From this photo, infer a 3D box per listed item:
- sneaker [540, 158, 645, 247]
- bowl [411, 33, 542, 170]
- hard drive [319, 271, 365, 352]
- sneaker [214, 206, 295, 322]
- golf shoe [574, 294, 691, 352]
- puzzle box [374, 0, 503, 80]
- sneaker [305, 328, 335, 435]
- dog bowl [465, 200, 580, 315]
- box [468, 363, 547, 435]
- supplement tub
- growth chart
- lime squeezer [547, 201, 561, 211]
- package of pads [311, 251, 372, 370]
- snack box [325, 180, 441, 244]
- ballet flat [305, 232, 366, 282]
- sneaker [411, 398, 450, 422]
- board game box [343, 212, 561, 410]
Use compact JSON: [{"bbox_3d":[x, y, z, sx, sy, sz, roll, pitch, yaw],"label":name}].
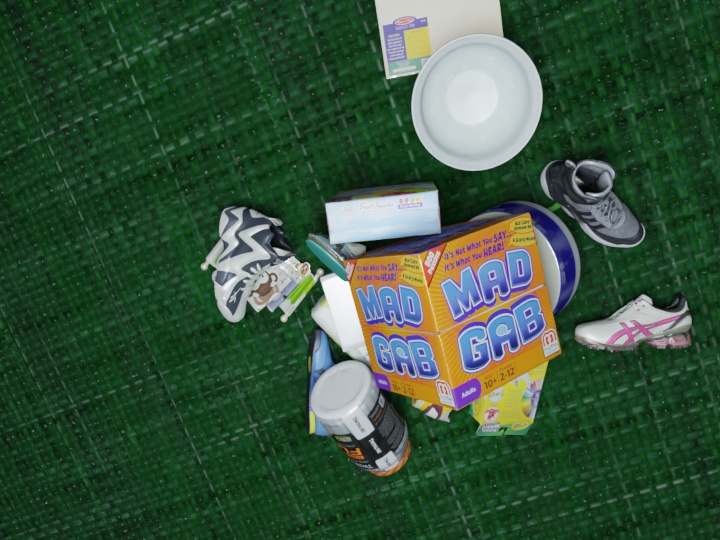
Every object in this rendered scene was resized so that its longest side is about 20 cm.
[{"bbox_3d":[0.382,-0.106,0.943,0.199,0.114,0.076,37,89,-1],"label":"sneaker"},{"bbox_3d":[0.178,-0.268,0.938,0.197,0.091,0.205,2,115,4],"label":"bowl"},{"bbox_3d":[0.045,0.043,0.994,0.196,0.026,0.134,-17,98,6],"label":"hard drive"},{"bbox_3d":[-0.176,-0.005,1.028,0.127,0.079,0.204,7,94,15],"label":"sneaker"},{"bbox_3d":[0.457,0.087,1.008,0.195,0.073,0.094,-4,96,-3],"label":"golf shoe"},{"bbox_3d":[0.126,-0.394,0.959,0.196,0.025,0.136,-8,102,8],"label":"puzzle box"},{"bbox_3d":[-0.060,0.204,1.094,0.077,0.066,0.205,-1,102,-10],"label":"sneaker"},{"bbox_3d":[0.242,-0.004,0.954,0.198,0.078,0.204,17,116,37],"label":"dog bowl"},{"bbox_3d":[0.262,0.191,1.041,0.115,0.048,0.204,5,102,-21],"label":"box"},{"bbox_3d":[0.007,0.262,1.037,0.121,0.123,0.201,-25,125,10],"label":"supplement tub"},{"bbox_3d":[-0.182,0.002,1.082,0.198,0.018,0.146,34,104,-1],"label":"growth chart"},{"bbox_3d":[0.262,-0.043,1.022,0.070,0.038,0.202,20,105,-32],"label":"lime squeezer"},{"bbox_3d":[0.028,0.089,1.052,0.200,0.068,0.154,45,101,-4],"label":"package of pads"},{"bbox_3d":[0.040,-0.096,0.942,0.165,0.200,0.069,-6,101,5],"label":"snack box"},{"bbox_3d":[0.000,0.000,0.952,0.074,0.074,0.200,-42,97,13],"label":"ballet flat"},{"bbox_3d":[0.173,0.177,1.060,0.089,0.075,0.202,29,110,-9],"label":"sneaker"},{"bbox_3d":[0.126,0.050,0.851,0.197,0.199,0.204,-20,98,-29],"label":"board game box"}]
